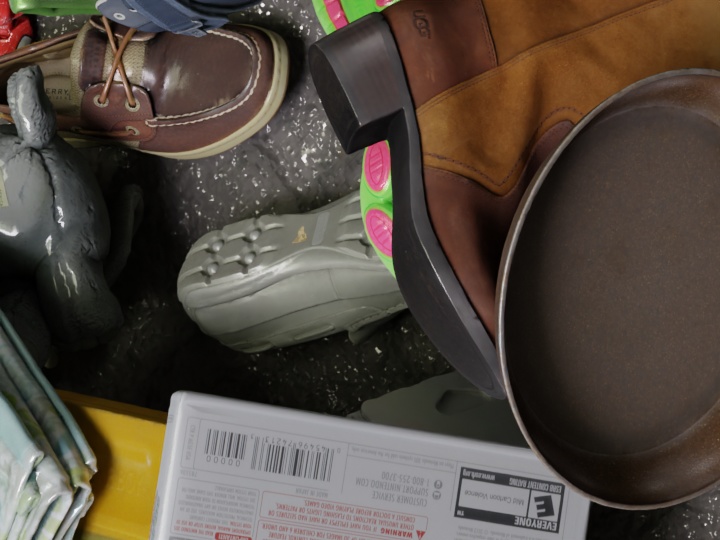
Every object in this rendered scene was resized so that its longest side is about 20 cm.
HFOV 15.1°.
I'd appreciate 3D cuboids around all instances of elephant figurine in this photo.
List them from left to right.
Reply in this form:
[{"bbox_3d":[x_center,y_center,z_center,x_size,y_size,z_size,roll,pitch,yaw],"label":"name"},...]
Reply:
[{"bbox_3d":[-0.186,-0.009,1.485,0.155,0.200,0.142,-35,90,3],"label":"elephant figurine"}]

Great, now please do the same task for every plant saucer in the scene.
[{"bbox_3d":[0.133,0.007,1.223,0.032,0.199,0.202,19,112,52],"label":"plant saucer"}]

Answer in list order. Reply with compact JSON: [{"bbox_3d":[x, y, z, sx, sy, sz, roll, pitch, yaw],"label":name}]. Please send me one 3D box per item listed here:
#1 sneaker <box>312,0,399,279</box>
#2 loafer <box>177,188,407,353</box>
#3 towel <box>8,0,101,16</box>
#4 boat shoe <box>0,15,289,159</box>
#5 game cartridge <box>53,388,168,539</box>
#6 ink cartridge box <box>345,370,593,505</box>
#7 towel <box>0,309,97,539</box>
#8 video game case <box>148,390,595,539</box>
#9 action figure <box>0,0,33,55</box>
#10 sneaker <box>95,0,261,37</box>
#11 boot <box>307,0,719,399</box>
[{"bbox_3d":[0.037,-0.076,1.326,0.076,0.084,0.201,-22,70,30],"label":"sneaker"},{"bbox_3d":[0.000,0.000,1.398,0.199,0.070,0.070,-10,133,30],"label":"loafer"},{"bbox_3d":[-0.148,-0.225,1.383,0.031,0.149,0.201,-19,81,41],"label":"towel"},{"bbox_3d":[-0.128,-0.102,1.449,0.199,0.072,0.073,2,82,39],"label":"boat shoe"},{"bbox_3d":[-0.124,0.163,1.289,0.176,0.032,0.201,7,99,51],"label":"game cartridge"},{"bbox_3d":[0.029,0.157,1.351,0.084,0.145,0.201,35,118,25],"label":"ink cartridge box"},{"bbox_3d":[-0.201,0.107,1.326,0.200,0.048,0.172,50,129,44],"label":"towel"},{"bbox_3d":[-0.001,0.159,1.212,0.023,0.199,0.183,167,112,-74],"label":"video game case"},{"bbox_3d":[-0.185,-0.201,1.482,0.066,0.051,0.201,-106,24,-52],"label":"action figure"},{"bbox_3d":[-0.104,-0.162,1.273,0.146,0.202,0.077,-1,80,43],"label":"sneaker"},{"bbox_3d":[0.099,-0.059,1.253,0.189,0.199,0.069,64,165,12],"label":"boot"}]
